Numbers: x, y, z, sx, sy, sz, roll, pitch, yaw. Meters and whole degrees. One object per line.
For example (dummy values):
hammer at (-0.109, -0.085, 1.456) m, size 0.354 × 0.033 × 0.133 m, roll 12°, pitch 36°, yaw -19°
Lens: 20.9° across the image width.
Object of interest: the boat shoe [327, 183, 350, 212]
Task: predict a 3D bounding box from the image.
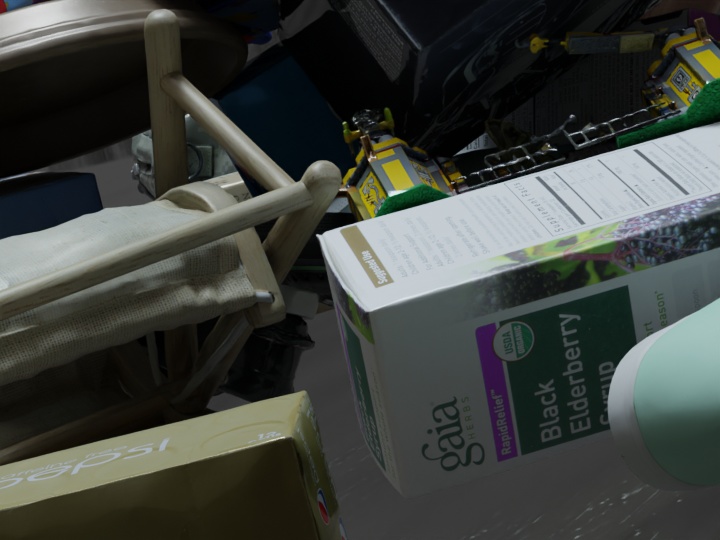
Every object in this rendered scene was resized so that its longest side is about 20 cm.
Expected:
boat shoe at (0.027, -0.044, 1.117) m, size 0.200 × 0.068 × 0.075 m, roll -40°, pitch -3°, yaw -10°

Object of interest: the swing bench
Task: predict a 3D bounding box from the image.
swing bench at (-0.134, 0.029, 0.771) m, size 0.198 × 0.201 × 0.130 m, roll -21°, pitch 51°, yaw -34°

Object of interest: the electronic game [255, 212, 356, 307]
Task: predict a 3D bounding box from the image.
electronic game at (0.000, 0.000, 0.989) m, size 0.199 × 0.042 × 0.200 m, roll 3°, pitch -6°, yaw 0°

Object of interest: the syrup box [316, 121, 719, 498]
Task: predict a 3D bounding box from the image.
syrup box at (0.092, 0.008, 0.722) m, size 0.199 × 0.079 × 0.081 m, roll -16°, pitch 25°, yaw -9°

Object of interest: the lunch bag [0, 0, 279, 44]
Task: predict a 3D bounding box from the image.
lunch bag at (-0.096, -0.144, 0.932) m, size 0.150 × 0.095 × 0.200 m, roll -25°, pitch -18°, yaw 19°

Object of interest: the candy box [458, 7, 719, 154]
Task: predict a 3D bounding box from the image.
candy box at (0.148, -0.083, 1.031) m, size 0.136 × 0.061 × 0.200 m, roll 6°, pitch -7°, yaw -36°

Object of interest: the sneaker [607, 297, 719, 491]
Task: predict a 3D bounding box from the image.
sneaker at (0.184, 0.009, 0.611) m, size 0.200 × 0.074 × 0.118 m, roll -31°, pitch 9°, yaw -31°

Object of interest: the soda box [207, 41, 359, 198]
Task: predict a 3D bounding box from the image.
soda box at (0.021, -0.111, 0.982) m, size 0.199 × 0.068 × 0.064 m, roll -33°, pitch 15°, yaw -10°

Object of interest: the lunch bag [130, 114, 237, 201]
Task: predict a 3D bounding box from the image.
lunch bag at (-0.066, -0.074, 1.319) m, size 0.167 × 0.140 × 0.200 m, roll 6°, pitch 5°, yaw -11°

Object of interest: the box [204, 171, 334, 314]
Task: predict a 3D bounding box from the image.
box at (0.007, -0.034, 1.196) m, size 0.199 × 0.096 × 0.078 m, roll -17°, pitch 8°, yaw -9°

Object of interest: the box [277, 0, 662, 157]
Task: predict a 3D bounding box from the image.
box at (0.069, -0.155, 0.858) m, size 0.200 × 0.104 × 0.182 m, roll -36°, pitch -11°, yaw -10°

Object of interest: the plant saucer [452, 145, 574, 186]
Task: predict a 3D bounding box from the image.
plant saucer at (0.101, -0.037, 0.994) m, size 0.200 × 0.039 × 0.201 m, roll 1°, pitch -5°, yaw 0°

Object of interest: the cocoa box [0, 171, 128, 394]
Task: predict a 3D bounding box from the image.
cocoa box at (-0.221, 0.039, 0.944) m, size 0.199 × 0.134 × 0.131 m, roll -18°, pitch 9°, yaw -25°

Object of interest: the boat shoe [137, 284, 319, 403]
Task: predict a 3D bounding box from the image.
boat shoe at (-0.088, 0.037, 0.978) m, size 0.075 × 0.061 × 0.200 m, roll 13°, pitch -8°, yaw -24°

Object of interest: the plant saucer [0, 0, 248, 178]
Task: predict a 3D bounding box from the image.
plant saucer at (-0.148, -0.080, 0.877) m, size 0.199 × 0.030 × 0.200 m, roll -19°, pitch -7°, yaw -2°

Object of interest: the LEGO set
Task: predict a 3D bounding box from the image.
LEGO set at (0.075, -0.032, 0.818) m, size 0.199 × 0.154 × 0.116 m, roll -26°, pitch 35°, yaw -1°

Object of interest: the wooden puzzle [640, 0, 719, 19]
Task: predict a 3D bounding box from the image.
wooden puzzle at (0.112, -0.187, 1.068) m, size 0.199 × 0.186 × 0.046 m, roll 7°, pitch 39°, yaw -20°

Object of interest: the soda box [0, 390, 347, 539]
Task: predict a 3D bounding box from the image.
soda box at (-0.104, 0.095, 0.590) m, size 0.199 × 0.064 × 0.068 m, roll -15°, pitch 7°, yaw 4°
